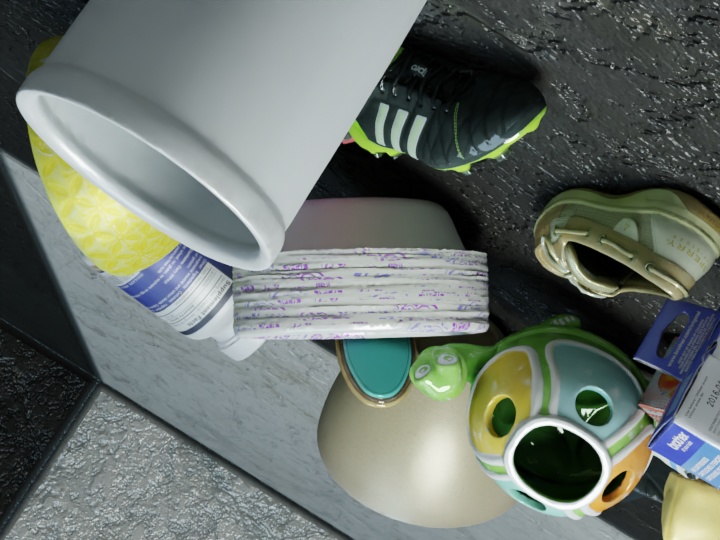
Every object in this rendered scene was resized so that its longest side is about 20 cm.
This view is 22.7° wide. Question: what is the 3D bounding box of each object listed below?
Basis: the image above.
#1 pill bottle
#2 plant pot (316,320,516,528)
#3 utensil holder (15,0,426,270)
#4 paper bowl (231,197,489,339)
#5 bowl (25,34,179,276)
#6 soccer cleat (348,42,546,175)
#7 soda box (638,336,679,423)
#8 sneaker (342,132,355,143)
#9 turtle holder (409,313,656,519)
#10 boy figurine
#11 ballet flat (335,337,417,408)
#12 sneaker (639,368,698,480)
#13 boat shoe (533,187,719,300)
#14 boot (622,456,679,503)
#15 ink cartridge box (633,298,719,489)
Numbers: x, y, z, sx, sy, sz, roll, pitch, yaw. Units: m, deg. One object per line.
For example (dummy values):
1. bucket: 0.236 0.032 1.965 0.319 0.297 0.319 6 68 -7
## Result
1. pill bottle: -0.175 -0.002 1.820 0.200 0.116 0.116 38 164 -21
2. plant pot: 0.070 0.109 1.590 0.199 0.200 0.135 27 130 19
3. utensil holder: -0.070 -0.129 1.022 0.169 0.201 0.170 30 165 9
4. paper bowl: 0.000 0.000 1.387 0.199 0.105 0.201 0 177 0
5. bowl: -0.171 -0.106 1.437 0.107 0.201 0.200 -16 145 17
6. soccer cleat: 0.040 -0.109 1.138 0.081 0.068 0.200 54 158 -24
7. soda box: 0.297 0.103 1.281 0.068 0.064 0.200 41 164 -32
8. sneaker: -0.046 -0.134 1.227 0.079 0.096 0.200 -1 180 13
9. turtle holder: 0.142 0.107 1.372 0.186 0.140 0.132 55 -162 -10
10. boy figurine: 0.288 0.174 1.331 0.199 0.065 0.124 1 -172 -36
11. ballet flat: 0.007 0.052 1.529 0.068 0.201 0.063 -2 137 -8
12. sneaker: 0.248 0.122 1.463 0.199 0.072 0.072 24 -164 9
13. boat shoe: 0.166 -0.009 1.187 0.073 0.063 0.200 38 164 -21
14. boot: 0.249 0.167 1.575 0.199 0.077 0.168 8 171 20
15. ink cartridge box: 0.272 0.080 1.112 0.199 0.137 0.076 31 160 5
